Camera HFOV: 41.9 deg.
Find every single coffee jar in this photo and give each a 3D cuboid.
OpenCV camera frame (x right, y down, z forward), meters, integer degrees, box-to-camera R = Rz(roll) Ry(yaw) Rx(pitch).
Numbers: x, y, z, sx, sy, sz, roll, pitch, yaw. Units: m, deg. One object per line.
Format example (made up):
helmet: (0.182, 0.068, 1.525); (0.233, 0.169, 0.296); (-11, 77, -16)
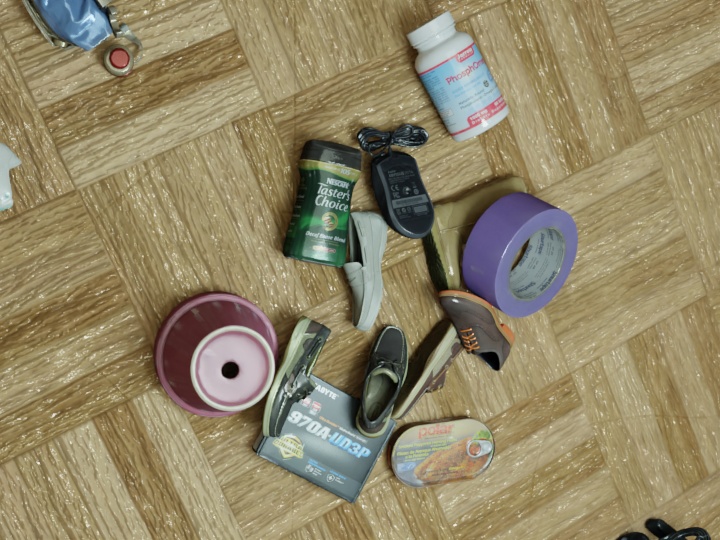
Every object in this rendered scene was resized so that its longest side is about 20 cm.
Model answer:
coffee jar: (-0.061, -0.110, 1.540); (0.104, 0.085, 0.202); (9, 90, -18)

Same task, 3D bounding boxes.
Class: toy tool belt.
toy tool belt: (-0.408, -0.376, 1.388); (0.125, 0.123, 0.200); (-43, 105, -11)

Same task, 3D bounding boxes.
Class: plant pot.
plant pot: (-0.213, 0.138, 1.458); (0.198, 0.179, 0.202); (-1, 94, -19)

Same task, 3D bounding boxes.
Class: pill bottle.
pill bottle: (0.160, -0.328, 1.585); (0.108, 0.109, 0.201); (-34, 103, -13)

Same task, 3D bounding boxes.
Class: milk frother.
milk frother: (0.591, 0.573, 1.740); (0.188, 0.200, 0.181); (41, 77, -16)

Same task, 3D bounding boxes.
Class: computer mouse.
computer mouse: (0.067, -0.143, 1.583); (0.138, 0.053, 0.202); (-7, 77, -28)

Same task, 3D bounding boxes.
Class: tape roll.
tape roll: (0.275, -0.026, 1.610); (0.199, 0.085, 0.201); (-20, 126, -31)

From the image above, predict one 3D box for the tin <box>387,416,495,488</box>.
tin: (0.142, 0.318, 1.660); (0.198, 0.042, 0.113); (-4, 99, -18)

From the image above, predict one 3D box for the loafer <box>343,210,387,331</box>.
loafer: (0.000, 0.000, 1.576); (0.069, 0.070, 0.202); (7, 82, -24)

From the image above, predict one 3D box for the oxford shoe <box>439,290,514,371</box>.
oxford shoe: (0.199, 0.102, 1.615); (0.200, 0.071, 0.073); (40, 57, -34)

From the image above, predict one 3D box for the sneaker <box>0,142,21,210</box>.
sneaker: (-0.551, -0.103, 1.361); (0.088, 0.075, 0.201); (35, 56, -33)

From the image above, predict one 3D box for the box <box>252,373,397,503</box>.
box: (-0.060, 0.278, 1.586); (0.199, 0.046, 0.160); (31, 83, -17)

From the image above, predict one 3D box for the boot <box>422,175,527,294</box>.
boot: (0.211, -0.058, 1.644); (0.199, 0.066, 0.176); (-17, 100, -18)

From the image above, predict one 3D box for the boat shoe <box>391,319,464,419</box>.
boat shoe: (0.120, 0.183, 1.627); (0.072, 0.072, 0.201); (43, 70, -22)

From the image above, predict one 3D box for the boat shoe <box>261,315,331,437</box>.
boat shoe: (-0.101, 0.175, 1.507); (0.066, 0.072, 0.202); (17, 79, 8)

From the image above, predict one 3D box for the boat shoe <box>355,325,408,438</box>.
boat shoe: (0.042, 0.179, 1.571); (0.073, 0.065, 0.201); (14, 64, -2)
